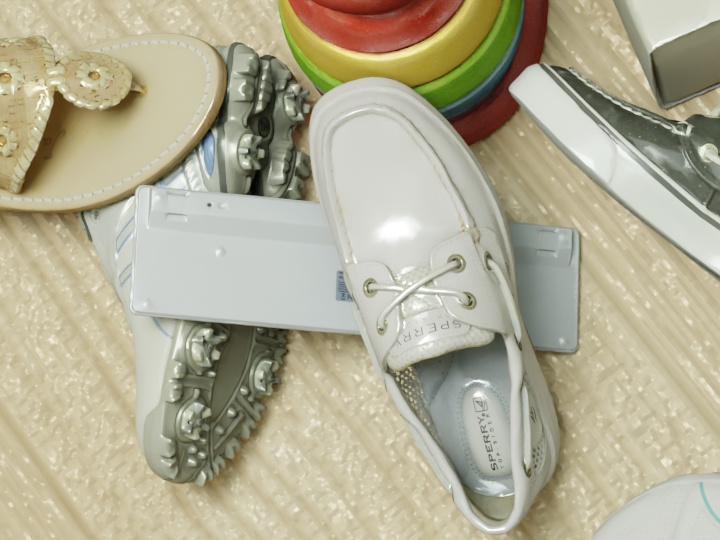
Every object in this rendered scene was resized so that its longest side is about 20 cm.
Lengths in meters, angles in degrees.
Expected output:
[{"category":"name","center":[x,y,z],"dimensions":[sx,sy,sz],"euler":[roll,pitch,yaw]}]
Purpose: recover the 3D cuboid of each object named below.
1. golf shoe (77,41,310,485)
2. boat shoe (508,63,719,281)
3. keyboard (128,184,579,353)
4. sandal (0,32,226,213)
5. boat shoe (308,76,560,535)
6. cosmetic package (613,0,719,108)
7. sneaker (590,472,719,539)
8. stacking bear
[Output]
[{"category":"golf shoe","center":[-0.083,-0.002,1.216],"dimensions":[0.097,0.078,0.201],"euler":[0,71,29]},{"category":"boat shoe","center":[0.155,-0.035,1.165],"dimensions":[0.200,0.071,0.064],"euler":[38,93,9]},{"category":"keyboard","center":[0.000,0.000,1.176],"dimensions":[0.199,0.011,0.056],"euler":[5,83,-14]},{"category":"sandal","center":[-0.166,-0.067,1.204],"dimensions":[0.211,0.070,0.078],"euler":[-11,68,29]},{"category":"boat shoe","center":[0.033,0.017,1.129],"dimensions":[0.071,0.069,0.200],"euler":[-20,107,14]},{"category":"cosmetic package","center":[0.136,-0.187,1.193],"dimensions":[0.103,0.087,0.200],"euler":[-24,74,5]},{"category":"sneaker","center":[0.161,0.126,1.085],"dimensions":[0.200,0.080,0.071],"euler":[-8,114,41]},{"category":"stacking bear","center":[0.011,-0.127,1.146],"dimensions":[0.121,0.200,0.114],"euler":[-17,74,7]}]
